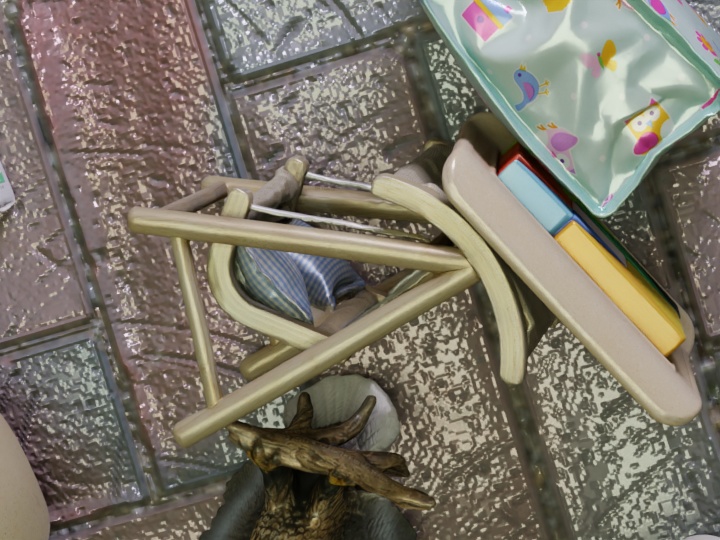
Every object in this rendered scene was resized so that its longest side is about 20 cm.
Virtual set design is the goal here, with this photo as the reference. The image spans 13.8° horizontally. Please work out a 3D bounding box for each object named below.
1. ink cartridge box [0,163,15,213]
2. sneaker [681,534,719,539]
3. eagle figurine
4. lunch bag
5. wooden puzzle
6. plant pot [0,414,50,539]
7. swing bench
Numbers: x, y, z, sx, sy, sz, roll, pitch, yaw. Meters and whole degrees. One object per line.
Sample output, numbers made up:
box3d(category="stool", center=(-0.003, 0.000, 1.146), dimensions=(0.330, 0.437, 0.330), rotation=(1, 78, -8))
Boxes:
box3d(category="ink cartridge box", center=(-0.315, -0.098, 1.747), dimensions=(0.161, 0.050, 0.200), rotation=(-22, 95, 11))
box3d(category="sneaker", center=(0.142, 0.234, 1.694), dimensions=(0.076, 0.088, 0.200), rotation=(40, 101, 2))
box3d(category="eagle figurine", center=(-0.039, 0.170, 1.700), dimensions=(0.151, 0.152, 0.200), rotation=(-11, 130, -20))
box3d(category="lunch bag", center=(0.101, -0.143, 1.612), dimensions=(0.200, 0.170, 0.122), rotation=(45, 102, -2))
box3d(category="wooden puzzle", center=(0.121, -0.009, 1.606), dimensions=(0.037, 0.200, 0.185), rotation=(-42, 93, 12))
box3d(category="plant pot", center=(-0.258, 0.147, 1.709), dimensions=(0.134, 0.200, 0.200), rotation=(30, 102, -21))
box3d(category="swing bench", center=(0.000, 0.000, 1.631), dimensions=(0.199, 0.199, 0.130), rotation=(-11, 96, 10))
